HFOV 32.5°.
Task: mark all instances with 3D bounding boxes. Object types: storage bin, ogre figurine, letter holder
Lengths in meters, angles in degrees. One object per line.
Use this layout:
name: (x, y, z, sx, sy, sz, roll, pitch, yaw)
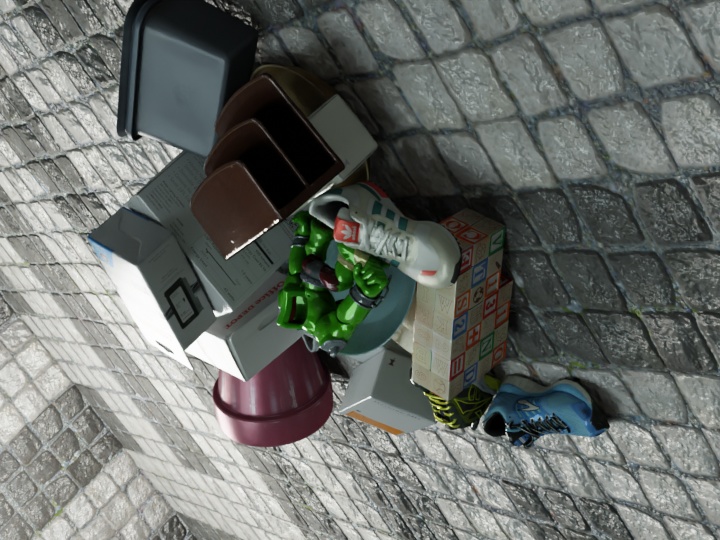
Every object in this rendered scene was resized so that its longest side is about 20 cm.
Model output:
storage bin: (-0.204, -0.242, 1.525, 0.133, 0.146, 0.202, 25, 132, 10)
ogre figurine: (-0.042, 0.015, 1.426, 0.199, 0.121, 0.098, 32, -166, 34)
letter holder: (-0.129, -0.116, 1.386, 0.143, 0.100, 0.200, 52, 154, -6)

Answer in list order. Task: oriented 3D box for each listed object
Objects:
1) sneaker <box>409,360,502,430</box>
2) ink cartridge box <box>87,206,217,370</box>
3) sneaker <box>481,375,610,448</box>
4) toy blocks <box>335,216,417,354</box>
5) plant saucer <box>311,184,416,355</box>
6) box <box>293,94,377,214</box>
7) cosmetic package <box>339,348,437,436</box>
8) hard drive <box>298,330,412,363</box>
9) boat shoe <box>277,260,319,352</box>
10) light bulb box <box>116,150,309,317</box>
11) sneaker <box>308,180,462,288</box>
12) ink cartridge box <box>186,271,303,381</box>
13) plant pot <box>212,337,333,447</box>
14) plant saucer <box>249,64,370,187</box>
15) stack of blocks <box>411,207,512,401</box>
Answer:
sneaker: (0.120, 0.161, 1.569, 0.074, 0.086, 0.199, 18, 179, 34)
ink cartridge box: (-0.263, 0.025, 1.616, 0.115, 0.068, 0.202, 26, 149, 39)
sneaker: (0.226, 0.190, 1.530, 0.079, 0.090, 0.199, 54, 153, -17)
toy blocks: (0.045, -0.001, 1.518, 0.199, 0.099, 0.138, 36, 120, 24)
plant saucer: (0.000, 0.000, 1.479, 0.199, 0.038, 0.205, -3, 86, 41)
box: (-0.062, -0.129, 1.457, 0.082, 0.068, 0.199, 50, 154, -8)
cosmetic package: (0.045, 0.173, 1.713, 0.100, 0.072, 0.200, 22, 163, -7)
hard drive: (0.022, 0.109, 1.713, 0.198, 0.027, 0.131, 28, 162, -23)
boat shoe: (-0.086, 0.029, 1.818, 0.074, 0.065, 0.204, 20, 143, 43)
light bulb box: (-0.181, -0.077, 1.653, 0.199, 0.200, 0.124, 51, 156, -10)
sneaker: (0.021, -0.034, 1.342, 0.199, 0.092, 0.071, 38, 125, 40)
ink cartridge box: (-0.183, 0.062, 1.789, 0.199, 0.145, 0.085, 20, 141, 48)
plant pot: (-0.147, 0.150, 1.969, 0.199, 0.199, 0.181, 23, 132, 40)
plant saucer: (-0.054, -0.173, 1.503, 0.199, 0.035, 0.201, 36, 152, 22)
stack of blocks: (0.120, 0.034, 1.436, 0.058, 0.115, 0.203, 27, 131, 34)
